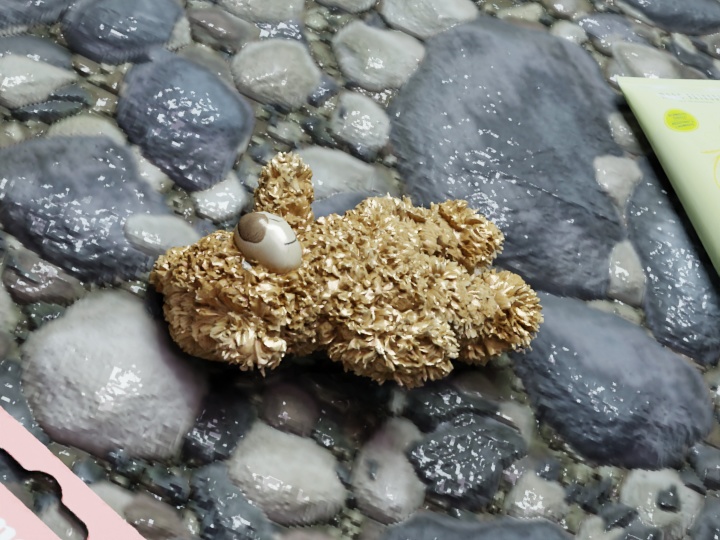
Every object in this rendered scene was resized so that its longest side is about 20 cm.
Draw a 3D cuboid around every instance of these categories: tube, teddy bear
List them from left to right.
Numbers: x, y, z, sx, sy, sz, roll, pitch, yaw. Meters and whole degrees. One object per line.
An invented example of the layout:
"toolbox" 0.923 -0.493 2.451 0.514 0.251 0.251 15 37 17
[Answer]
"teddy bear" 0.000 0.000 1.226 0.199 0.067 0.146 11 47 -22
"tube" 0.207 -0.034 1.387 0.058 0.052 0.201 46 19 -52

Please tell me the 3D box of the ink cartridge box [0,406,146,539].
"ink cartridge box" -0.178 0.123 1.038 0.162 0.057 0.200 42 50 8
